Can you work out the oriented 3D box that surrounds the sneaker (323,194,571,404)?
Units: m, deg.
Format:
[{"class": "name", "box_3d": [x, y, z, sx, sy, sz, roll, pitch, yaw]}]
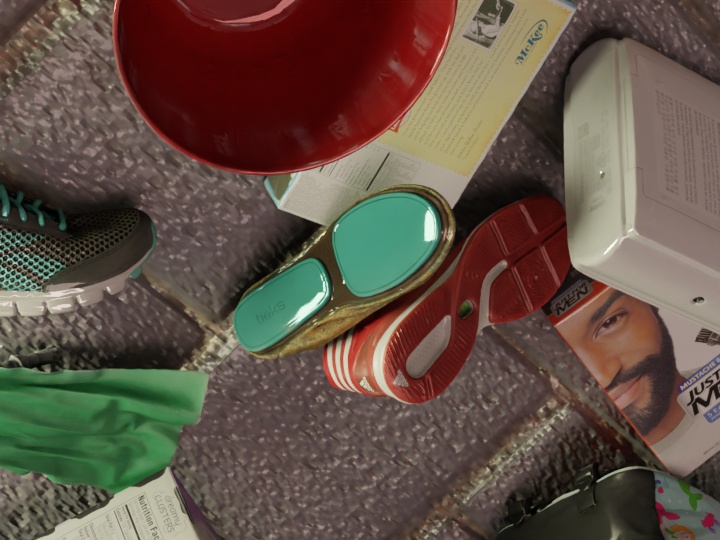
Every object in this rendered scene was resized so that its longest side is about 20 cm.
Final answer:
[{"class": "sneaker", "box_3d": [0.048, 0.013, 1.278, 0.200, 0.115, 0.079, -37, 112, -34]}]

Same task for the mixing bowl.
[{"class": "mixing bowl", "box_3d": [-0.055, -0.166, 1.090, 0.199, 0.108, 0.201, -10, 123, -15]}]

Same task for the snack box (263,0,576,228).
[{"class": "snack box", "box_3d": [0.037, -0.111, 1.205, 0.116, 0.037, 0.200, 20, 112, -31]}]

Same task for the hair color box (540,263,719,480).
[{"class": "hair color box", "box_3d": [0.217, 0.051, 1.364, 0.111, 0.064, 0.200, -38, 125, 6]}]

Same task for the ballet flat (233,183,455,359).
[{"class": "ballet flat", "box_3d": [0.000, 0.000, 1.211, 0.071, 0.071, 0.200, 28, 137, -33]}]

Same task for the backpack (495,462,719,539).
[{"class": "backpack", "box_3d": [0.223, 0.243, 1.432, 0.200, 0.151, 0.177, 18, 141, -37]}]

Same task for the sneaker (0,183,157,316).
[{"class": "sneaker", "box_3d": [-0.221, -0.022, 1.142, 0.199, 0.078, 0.092, -11, 120, -17]}]

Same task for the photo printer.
[{"class": "photo printer", "box_3d": [0.225, -0.046, 1.247, 0.200, 0.167, 0.069, 21, 145, -32]}]

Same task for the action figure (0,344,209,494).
[{"class": "action figure", "box_3d": [-0.211, 0.091, 1.227, 0.199, 0.055, 0.118, 12, 118, -31]}]

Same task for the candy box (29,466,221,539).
[{"class": "candy box", "box_3d": [-0.179, 0.245, 1.306, 0.199, 0.072, 0.168, -28, 141, -2]}]
